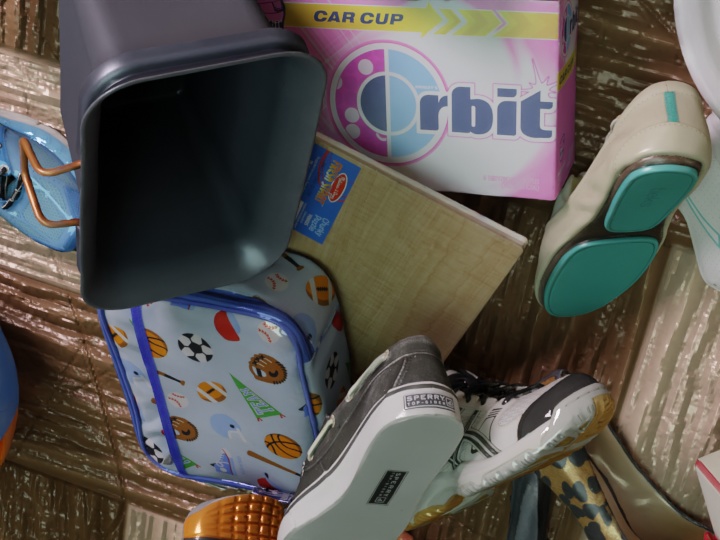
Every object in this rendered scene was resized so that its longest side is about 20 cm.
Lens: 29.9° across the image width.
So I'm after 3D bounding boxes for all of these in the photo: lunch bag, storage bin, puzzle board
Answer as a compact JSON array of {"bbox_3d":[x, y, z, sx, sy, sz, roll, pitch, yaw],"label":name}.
[{"bbox_3d":[-0.088,0.069,0.882,0.160,0.076,0.201,9,134,15],"label":"lunch bag"},{"bbox_3d":[-0.118,-0.090,0.732,0.200,0.145,0.135,106,144,-55],"label":"storage bin"},{"bbox_3d":[0.000,0.000,0.830,0.150,0.017,0.200,28,143,-1],"label":"puzzle board"}]

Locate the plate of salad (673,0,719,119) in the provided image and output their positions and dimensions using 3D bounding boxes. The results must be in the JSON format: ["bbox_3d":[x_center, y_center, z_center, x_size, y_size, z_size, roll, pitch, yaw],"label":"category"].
[{"bbox_3d":[0.261,-0.144,0.682,0.199,0.048,0.201,2,102,11],"label":"plate of salad"}]

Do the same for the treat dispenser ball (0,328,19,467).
[{"bbox_3d":[-0.338,0.090,0.930,0.200,0.201,0.202,8,116,16],"label":"treat dispenser ball"}]

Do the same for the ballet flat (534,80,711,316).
[{"bbox_3d":[0.145,-0.040,0.766,0.069,0.070,0.200,31,152,3],"label":"ballet flat"}]

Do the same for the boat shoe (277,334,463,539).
[{"bbox_3d":[0.004,0.116,0.821,0.070,0.064,0.200,12,136,-24],"label":"boat shoe"}]

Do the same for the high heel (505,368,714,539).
[{"bbox_3d":[0.187,0.143,0.846,0.199,0.071,0.143,13,119,20],"label":"high heel"}]

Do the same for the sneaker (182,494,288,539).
[{"bbox_3d":[-0.070,0.207,0.920,0.092,0.076,0.200,-9,149,31],"label":"sneaker"}]

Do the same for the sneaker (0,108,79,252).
[{"bbox_3d":[-0.265,-0.073,0.893,0.200,0.090,0.078,37,120,-1],"label":"sneaker"}]

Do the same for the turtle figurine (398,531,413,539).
[{"bbox_3d":[0.043,0.244,0.894,0.161,0.200,0.064,38,102,-28],"label":"turtle figurine"}]

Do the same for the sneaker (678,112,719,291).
[{"bbox_3d":[0.245,-0.001,0.764,0.080,0.070,0.201,-37,85,45],"label":"sneaker"}]

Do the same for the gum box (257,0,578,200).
[{"bbox_3d":[0.023,-0.113,0.787,0.199,0.066,0.114,6,116,17],"label":"gum box"}]

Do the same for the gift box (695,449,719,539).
[{"bbox_3d":[0.298,0.195,0.737,0.186,0.185,0.201,-19,102,-1],"label":"gift box"}]

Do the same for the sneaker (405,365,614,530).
[{"bbox_3d":[0.068,0.093,0.825,0.200,0.075,0.088,-37,69,47],"label":"sneaker"}]
